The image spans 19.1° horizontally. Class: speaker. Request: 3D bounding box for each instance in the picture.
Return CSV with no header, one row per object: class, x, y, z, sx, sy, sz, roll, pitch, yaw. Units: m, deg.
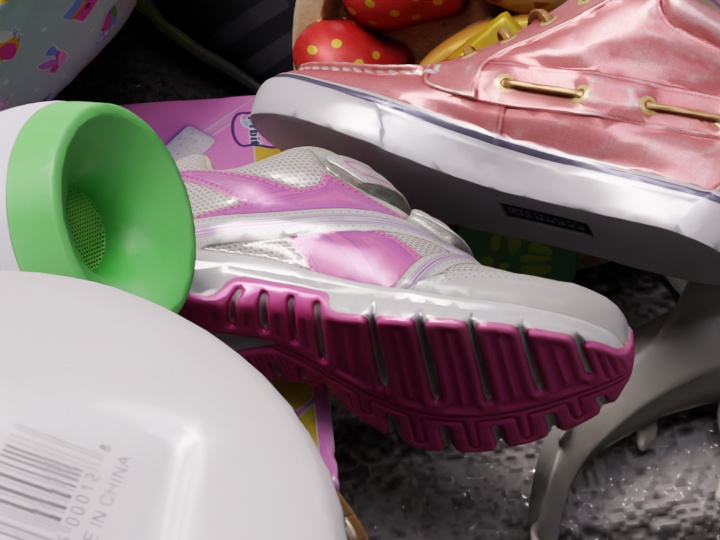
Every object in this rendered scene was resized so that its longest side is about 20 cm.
speaker,-0.155,0.003,0.713,0.200,0.088,0.089,-13,45,30

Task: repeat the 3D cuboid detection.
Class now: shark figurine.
shark figurine,0.120,0.039,0.813,0.214,0.090,0.128,-28,57,-24

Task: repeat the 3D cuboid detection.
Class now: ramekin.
ramekin,-0.098,0.094,0.589,0.200,0.098,0.201,9,48,-10

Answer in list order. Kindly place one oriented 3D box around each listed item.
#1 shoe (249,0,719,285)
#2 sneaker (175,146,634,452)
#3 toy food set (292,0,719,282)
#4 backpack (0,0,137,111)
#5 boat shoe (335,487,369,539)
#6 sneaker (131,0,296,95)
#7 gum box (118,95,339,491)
shoe,0.063,-0.064,0.799,0.200,0.071,0.091,16,75,19
sneaker,0.000,0.000,0.752,0.199,0.081,0.088,12,55,8
toy food set,0.072,-0.086,0.848,0.198,0.200,0.049,45,18,-14
backpack,-0.162,-0.113,0.799,0.200,0.167,0.127,-40,71,4
boat shoe,-0.015,0.141,0.715,0.074,0.066,0.200,-23,73,-18
sneaker,-0.026,-0.112,0.925,0.200,0.083,0.072,23,55,16
gum box,-0.072,0.029,0.823,0.113,0.066,0.200,-4,52,-4
